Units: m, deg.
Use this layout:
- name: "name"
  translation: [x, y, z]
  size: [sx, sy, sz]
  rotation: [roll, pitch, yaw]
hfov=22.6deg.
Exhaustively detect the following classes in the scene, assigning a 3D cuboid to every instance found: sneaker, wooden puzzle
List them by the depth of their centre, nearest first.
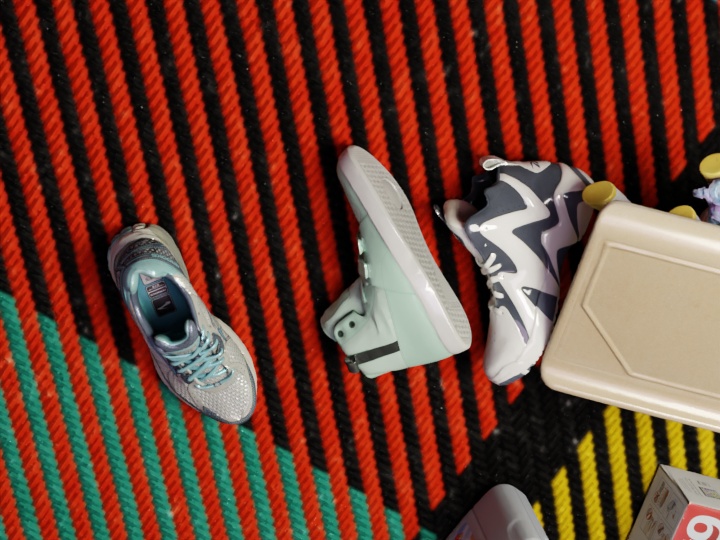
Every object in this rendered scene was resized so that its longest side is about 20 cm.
- name: "wooden puzzle"
  translation: [0.262, 0.038, 1.504]
  size: [0.184, 0.037, 0.201]
  rotation: [14, 130, -1]
- name: "sneaker"
  translation: [-0.151, 0.060, 1.520]
  size: [0.077, 0.086, 0.201]
  rotation: [-32, 113, 2]
- name: "sneaker"
  translation: [0.000, 0.000, 1.539]
  size: [0.118, 0.074, 0.201]
  rotation: [-23, 101, 20]
- name: "sneaker"
  translation: [0.111, -0.008, 1.555]
  size: [0.129, 0.080, 0.200]
  rotation: [17, 106, -16]

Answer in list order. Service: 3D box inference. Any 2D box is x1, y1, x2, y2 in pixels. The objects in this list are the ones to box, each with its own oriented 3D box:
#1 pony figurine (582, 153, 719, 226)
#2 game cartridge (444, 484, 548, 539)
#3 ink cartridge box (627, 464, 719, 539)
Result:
- name: "pony figurine"
  translation: [0.299, -0.016, 1.551]
  size: [0.192, 0.168, 0.200]
  rotation: [-14, 145, 15]
- name: "game cartridge"
  translation: [0.092, 0.294, 1.635]
  size: [0.041, 0.133, 0.201]
  rotation: [31, 101, -21]
- name: "ink cartridge box"
  translation: [0.337, 0.307, 1.719]
  size: [0.174, 0.084, 0.201]
  rotation: [15, 106, -17]
